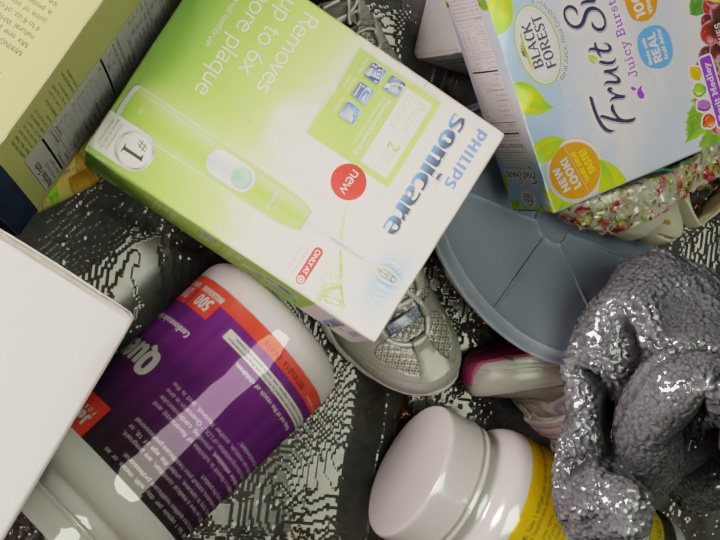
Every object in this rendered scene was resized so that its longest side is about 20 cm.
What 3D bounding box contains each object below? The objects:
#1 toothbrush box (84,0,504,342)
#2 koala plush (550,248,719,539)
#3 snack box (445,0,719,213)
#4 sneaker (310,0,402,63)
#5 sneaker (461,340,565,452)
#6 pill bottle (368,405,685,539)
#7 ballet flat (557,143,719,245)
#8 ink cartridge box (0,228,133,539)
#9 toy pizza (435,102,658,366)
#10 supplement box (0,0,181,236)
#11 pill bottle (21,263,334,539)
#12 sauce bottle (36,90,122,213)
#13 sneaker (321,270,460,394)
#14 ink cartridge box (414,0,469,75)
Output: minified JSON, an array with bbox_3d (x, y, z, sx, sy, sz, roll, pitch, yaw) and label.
[{"bbox_3d":[-0.041,-0.071,1.003,0.200,0.086,0.146,34,83,-7],"label":"toothbrush box"},{"bbox_3d":[0.241,0.083,1.051,0.177,0.199,0.185,-6,98,-43],"label":"koala plush"},{"bbox_3d":[0.148,-0.158,1.077,0.168,0.068,0.201,-22,100,-17],"label":"snack box"},{"bbox_3d":[-0.026,-0.154,1.093,0.075,0.082,0.200,-46,107,-12],"label":"sneaker"},{"bbox_3d":[0.160,0.099,1.180,0.199,0.081,0.089,12,88,-20],"label":"sneaker"},{"bbox_3d":[0.112,0.177,1.149,0.199,0.114,0.115,30,83,-20],"label":"pill bottle"},{"bbox_3d":[0.213,-0.055,1.168,0.200,0.075,0.064,-26,98,-38],"label":"ballet flat"},{"bbox_3d":[-0.243,0.043,0.961,0.146,0.200,0.147,33,82,-19],"label":"ink cartridge box"},{"bbox_3d":[0.120,-0.023,1.149,0.199,0.032,0.201,18,55,-27],"label":"toy pizza"},{"bbox_3d":[-0.226,-0.163,0.956,0.199,0.134,0.200,33,81,5],"label":"supplement box"},{"bbox_3d":[-0.118,0.097,1.058,0.200,0.112,0.113,-44,106,-13],"label":"pill bottle"},{"bbox_3d":[-0.145,-0.098,1.061,0.199,0.065,0.065,-28,102,-15],"label":"sauce bottle"},{"bbox_3d":[0.000,0.000,1.101,0.075,0.082,0.200,-39,101,-12],"label":"sneaker"},{"bbox_3d":[0.155,-0.188,1.159,0.199,0.085,0.145,14,89,-22],"label":"ink cartridge box"}]
